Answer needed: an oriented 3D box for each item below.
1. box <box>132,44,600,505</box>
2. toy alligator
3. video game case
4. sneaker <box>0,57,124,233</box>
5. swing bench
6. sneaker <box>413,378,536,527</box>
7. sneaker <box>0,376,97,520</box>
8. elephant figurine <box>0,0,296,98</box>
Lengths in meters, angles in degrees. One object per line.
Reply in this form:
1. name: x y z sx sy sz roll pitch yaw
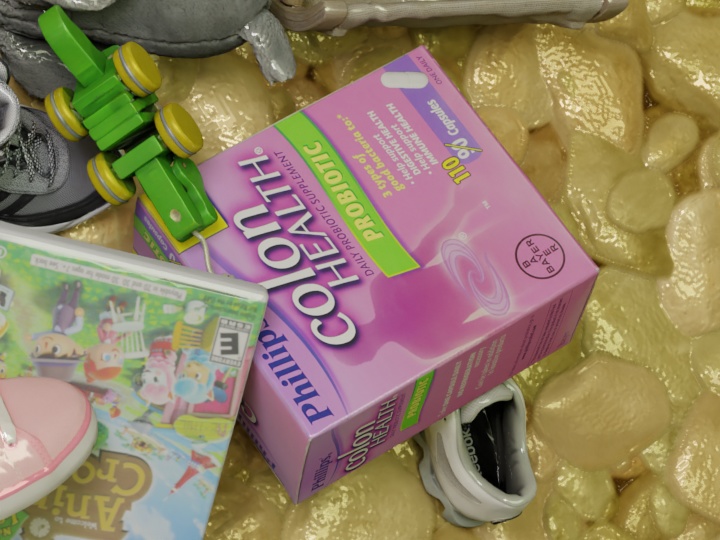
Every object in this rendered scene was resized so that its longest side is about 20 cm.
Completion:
1. box: 0.000 0.000 1.414 0.200 0.097 0.176 -29 70 -19
2. toy alligator: -0.109 -0.058 1.348 0.059 0.054 0.200 -33 94 17
3. video game case: -0.167 0.072 1.316 0.200 0.022 0.182 14 103 -9
4. sneaker: -0.198 -0.068 1.356 0.200 0.114 0.076 7 76 -36
5. swing bench: 0.038 -0.238 1.489 0.199 0.130 0.200 -4 91 -25
6. sneaker: 0.056 0.056 1.482 0.074 0.088 0.200 -27 94 -23
7. sneaker: -0.229 0.076 1.231 0.200 0.075 0.105 -16 131 -17
8. elephant figurine: -0.163 -0.166 1.398 0.200 0.155 0.142 -19 119 -17
